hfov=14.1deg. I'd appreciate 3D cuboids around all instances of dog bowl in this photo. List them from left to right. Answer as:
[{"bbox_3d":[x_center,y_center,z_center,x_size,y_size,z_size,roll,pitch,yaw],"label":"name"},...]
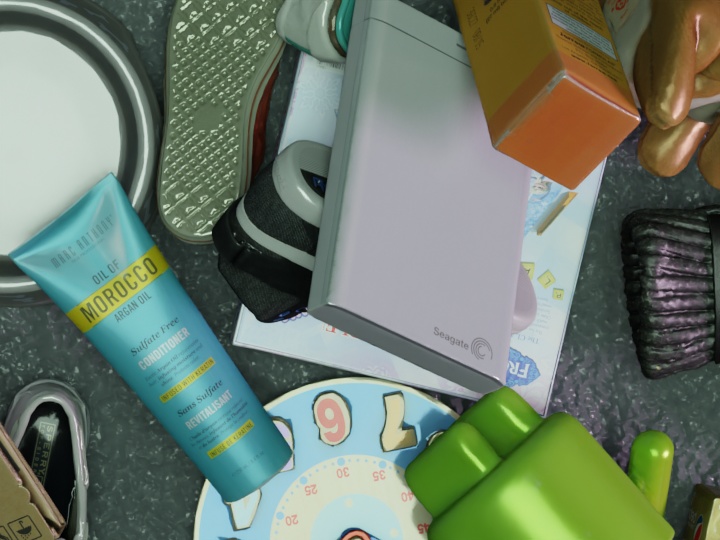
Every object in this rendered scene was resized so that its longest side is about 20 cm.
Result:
[{"bbox_3d":[-0.210,-0.076,1.744,0.198,0.059,0.202,0,93,-5],"label":"dog bowl"}]

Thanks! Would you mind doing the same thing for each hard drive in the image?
[{"bbox_3d":[0.039,-0.045,1.670,0.131,0.027,0.201,25,61,-31],"label":"hard drive"}]

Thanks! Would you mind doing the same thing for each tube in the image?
[{"bbox_3d":[-0.118,0.045,1.726,0.077,0.050,0.200,-38,101,-8],"label":"tube"}]

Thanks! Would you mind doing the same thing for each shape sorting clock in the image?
[{"bbox_3d":[-0.003,0.166,1.783,0.198,0.039,0.202,0,93,-4],"label":"shape sorting clock"}]

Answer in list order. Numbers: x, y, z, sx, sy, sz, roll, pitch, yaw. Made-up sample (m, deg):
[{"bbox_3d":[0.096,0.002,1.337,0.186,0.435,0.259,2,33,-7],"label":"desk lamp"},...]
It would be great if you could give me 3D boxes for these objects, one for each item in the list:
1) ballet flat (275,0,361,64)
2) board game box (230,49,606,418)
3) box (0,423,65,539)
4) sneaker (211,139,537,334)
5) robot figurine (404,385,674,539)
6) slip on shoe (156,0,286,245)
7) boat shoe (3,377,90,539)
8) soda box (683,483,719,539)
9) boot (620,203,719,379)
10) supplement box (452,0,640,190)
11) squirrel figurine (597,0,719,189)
[{"bbox_3d":[0.005,-0.211,1.741,0.069,0.069,0.201,29,67,-5],"label":"ballet flat"},{"bbox_3d":[0.038,-0.030,1.773,0.199,0.041,0.201,14,92,-5],"label":"board game box"},{"bbox_3d":[-0.296,0.122,1.709,0.199,0.021,0.164,-23,111,22],"label":"box"},{"bbox_3d":[0.000,0.000,1.723,0.199,0.073,0.112,29,131,-29],"label":"sneaker"},{"bbox_3d":[0.120,0.166,1.722,0.200,0.116,0.175,49,48,3],"label":"robot figurine"},{"bbox_3d":[-0.082,-0.110,1.753,0.074,0.061,0.202,8,80,6],"label":"slip on shoe"},{"bbox_3d":[-0.196,0.167,1.755,0.071,0.066,0.201,12,92,-5],"label":"boat shoe"},{"bbox_3d":[0.298,0.187,1.793,0.199,0.064,0.068,13,93,-4],"label":"soda box"},{"bbox_3d":[0.247,0.054,1.772,0.157,0.079,0.213,-12,84,-10],"label":"boot"},{"bbox_3d":[0.101,-0.141,1.689,0.069,0.201,0.067,25,123,-31],"label":"supplement box"},{"bbox_3d":[0.234,-0.141,1.724,0.186,0.141,0.201,20,80,-26],"label":"squirrel figurine"}]
